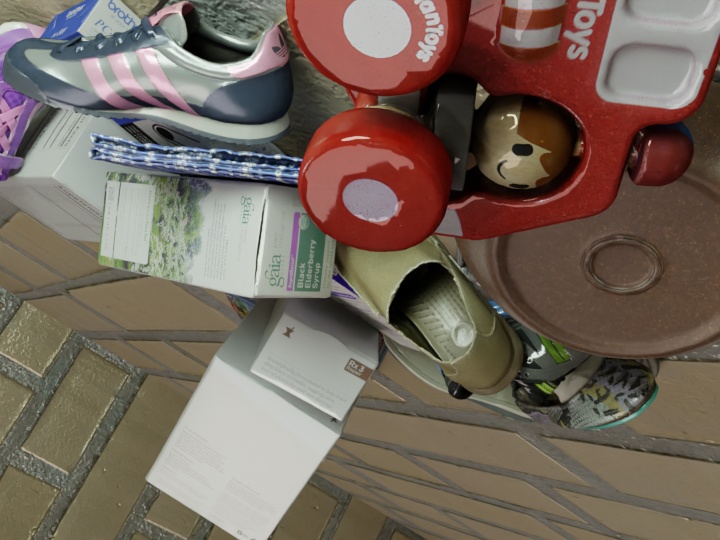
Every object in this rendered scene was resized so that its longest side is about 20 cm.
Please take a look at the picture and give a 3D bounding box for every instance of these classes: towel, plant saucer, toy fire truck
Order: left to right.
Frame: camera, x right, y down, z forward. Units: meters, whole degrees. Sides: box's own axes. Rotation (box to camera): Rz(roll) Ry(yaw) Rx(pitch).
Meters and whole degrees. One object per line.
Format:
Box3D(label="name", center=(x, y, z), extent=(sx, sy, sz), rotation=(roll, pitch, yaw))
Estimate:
Box3D(label="towel", center=(-0.074, -0.075, 0.611), extent=(0.199, 0.024, 0.145), rotation=(7, -177, 5))
Box3D(label="toy fire truck", center=(0.065, -0.088, 0.361), extent=(0.167, 0.112, 0.201), rotation=(9, 137, 9))
Box3D(label="plant saucer", center=(0.144, -0.013, 0.468), extent=(0.199, 0.037, 0.201), rotation=(11, 135, 12))

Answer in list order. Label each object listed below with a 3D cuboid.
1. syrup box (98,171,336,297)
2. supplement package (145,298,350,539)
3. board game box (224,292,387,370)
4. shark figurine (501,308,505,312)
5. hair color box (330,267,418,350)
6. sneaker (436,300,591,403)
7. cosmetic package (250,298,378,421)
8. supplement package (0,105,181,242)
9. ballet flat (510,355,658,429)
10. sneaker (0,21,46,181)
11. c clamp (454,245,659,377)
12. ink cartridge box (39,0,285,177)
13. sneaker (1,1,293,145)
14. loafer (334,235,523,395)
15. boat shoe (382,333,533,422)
Box3D(label="syrup box", center=(-0.114, -0.030, 0.662), extent=(0.199, 0.079, 0.081), rotation=(9, -176, 40))
Box3D(label="supplement package", center=(-0.109, 0.165, 0.950), extent=(0.151, 0.151, 0.200), rotation=(32, 119, -1))
Box3D(label="board game box", center=(-0.052, 0.073, 1.058), extent=(0.199, 0.062, 0.200), rotation=(24, 161, 14))
Box3D(label="shark figurine", center=(0.094, -0.023, 0.561), extent=(0.128, 0.090, 0.215), rotation=(11, 155, 33))
Box3D(label="hair color box", center=(0.000, 0.000, 0.765), extent=(0.200, 0.065, 0.109), rotation=(33, 171, -22))
Box3D(label="sneaker", center=(0.146, 0.055, 0.634), extent=(0.199, 0.083, 0.071), rotation=(-17, 158, 31))
Box3D(label="cosmetic package", center=(-0.039, 0.060, 0.849), extent=(0.101, 0.074, 0.200), rotation=(30, -165, -5))
Box3D(label="supplement package", center=(-0.255, -0.099, 0.810), extent=(0.200, 0.110, 0.114), rotation=(6, 153, 49))
Box3D(label="ballet flat", center=(0.174, 0.096, 0.727), extent=(0.072, 0.072, 0.200), rotation=(29, 166, -4))
Box3D(label="sneaker", center=(-0.319, -0.125, 0.742), extent=(0.200, 0.089, 0.080), rotation=(-40, 142, 27))
Box3D(label="c clamp", center=(0.163, 0.042, 0.726), extent=(0.199, 0.027, 0.171), rotation=(25, 161, 12))
Box3D(label="ink cartridge box", center=(-0.158, -0.132, 0.693), extent=(0.094, 0.044, 0.200), rotation=(3, 149, 48))
Box3D(label="sneaker", center=(-0.141, -0.145, 0.568), extent=(0.199, 0.070, 0.082), rotation=(9, 127, 0))
Box3D(label="loafer", center=(0.038, 0.006, 0.628), extent=(0.200, 0.076, 0.067), rotation=(42, -178, 29))
Box3D(label="boat shoe", center=(0.109, 0.107, 0.907), extent=(0.199, 0.073, 0.062), rotation=(24, 158, -5))
